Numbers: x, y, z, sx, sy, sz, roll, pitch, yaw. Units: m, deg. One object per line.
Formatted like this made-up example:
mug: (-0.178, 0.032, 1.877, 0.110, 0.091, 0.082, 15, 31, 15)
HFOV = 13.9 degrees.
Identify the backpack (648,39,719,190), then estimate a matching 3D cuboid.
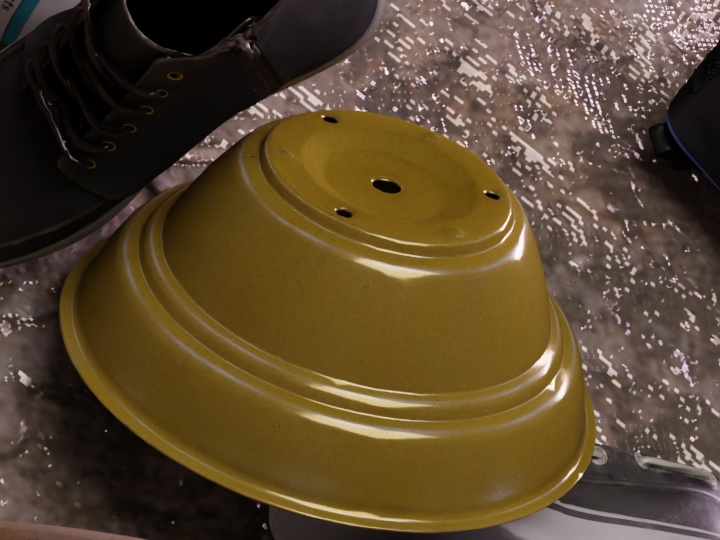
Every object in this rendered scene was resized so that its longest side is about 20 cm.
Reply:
backpack: (0.253, -0.067, 1.257, 0.183, 0.135, 0.200, 48, 46, 5)

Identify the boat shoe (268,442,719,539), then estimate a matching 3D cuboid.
boat shoe: (0.054, 0.087, 1.083, 0.200, 0.071, 0.064, 15, 50, -28)

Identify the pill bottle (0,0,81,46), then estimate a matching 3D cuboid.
pill bottle: (-0.127, -0.149, 1.103, 0.200, 0.111, 0.111, 37, 49, -4)

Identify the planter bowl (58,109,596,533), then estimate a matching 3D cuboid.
planter bowl: (0.000, 0.000, 1.043, 0.200, 0.083, 0.200, 14, 30, -8)

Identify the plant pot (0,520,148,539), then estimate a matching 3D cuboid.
plant pot: (-0.097, 0.179, 0.868, 0.200, 0.200, 0.175, 15, 70, -21)

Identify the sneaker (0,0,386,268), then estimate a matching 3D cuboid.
sneaker: (-0.093, -0.067, 1.004, 0.075, 0.200, 0.106, 59, 13, 8)
